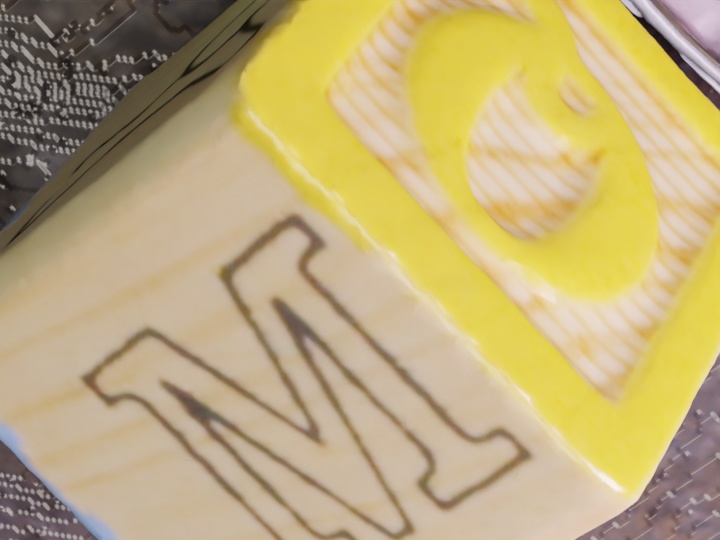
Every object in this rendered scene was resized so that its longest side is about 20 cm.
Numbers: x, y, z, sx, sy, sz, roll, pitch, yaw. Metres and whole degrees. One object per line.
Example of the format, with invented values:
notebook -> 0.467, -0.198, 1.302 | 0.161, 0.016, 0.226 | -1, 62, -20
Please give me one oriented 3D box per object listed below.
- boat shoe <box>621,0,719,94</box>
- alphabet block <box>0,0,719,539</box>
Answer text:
boat shoe -> 0.146, -0.094, 1.042 | 0.202, 0.065, 0.074 | 41, 116, -6
alphabet block -> 0.000, 0.000, 1.025 | 0.196, 0.195, 0.200 | 45, 133, -11
